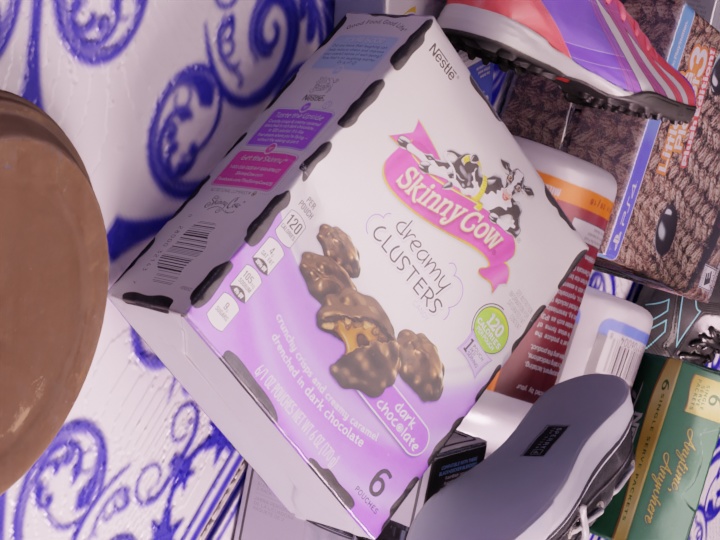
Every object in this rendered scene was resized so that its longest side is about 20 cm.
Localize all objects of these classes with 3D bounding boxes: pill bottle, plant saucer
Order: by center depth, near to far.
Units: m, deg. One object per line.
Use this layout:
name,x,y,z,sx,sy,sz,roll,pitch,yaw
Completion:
plant saucer,-0.170,0.023,0.903,0.200,0.029,0.201,-36,135,-46
pill bottle,0.065,0.025,1.220,0.113,0.113,0.201,19,88,-61
pill bottle,0.097,0.103,1.318,0.114,0.114,0.201,24,85,-61

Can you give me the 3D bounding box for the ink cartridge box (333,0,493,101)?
ink cartridge box,0.032,-0.167,1.135,0.119,0.042,0.201,-32,130,-49

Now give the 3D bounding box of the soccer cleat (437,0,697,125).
soccer cleat,0.124,-0.131,1.173,0.200,0.068,0.073,17,89,-43

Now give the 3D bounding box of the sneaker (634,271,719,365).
sneaker,0.233,0.040,1.556,0.075,0.079,0.201,28,83,-61

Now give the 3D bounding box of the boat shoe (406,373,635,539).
boat shoe,0.090,0.128,1.125,0.199,0.073,0.068,-44,126,-53

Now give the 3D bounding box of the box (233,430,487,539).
box,-0.012,0.172,1.168,0.060,0.116,0.201,-6,111,-57

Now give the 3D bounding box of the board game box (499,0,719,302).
board game box,0.171,-0.080,1.362,0.200,0.097,0.160,18,90,-61

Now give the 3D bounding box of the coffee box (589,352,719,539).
coffee box,0.163,0.109,1.377,0.044,0.200,0.123,19,88,-18

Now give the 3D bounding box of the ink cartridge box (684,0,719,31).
ink cartridge box,0.270,-0.159,1.547,0.199,0.041,0.201,-3,107,-59

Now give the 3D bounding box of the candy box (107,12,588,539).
candy box,0.000,0.000,1.061,0.200,0.071,0.168,-52,123,-22
